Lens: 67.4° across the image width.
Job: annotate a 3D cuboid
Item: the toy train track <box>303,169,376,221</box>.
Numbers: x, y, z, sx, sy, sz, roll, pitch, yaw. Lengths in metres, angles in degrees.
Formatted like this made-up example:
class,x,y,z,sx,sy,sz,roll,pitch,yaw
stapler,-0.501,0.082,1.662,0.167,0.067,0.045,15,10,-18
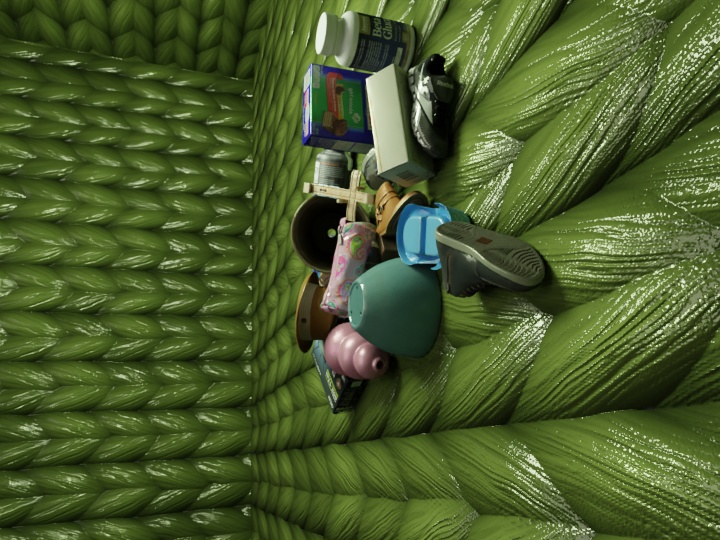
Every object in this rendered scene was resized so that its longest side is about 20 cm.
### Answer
class,x,y,z,sx,sy,sz,roll,pitch,yaw
toy train track,-0.057,-0.179,1.247,0.198,0.032,0.116,14,102,31

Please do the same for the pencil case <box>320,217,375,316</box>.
class,x,y,z,sx,sy,sz,roll,pitch,yaw
pencil case,-0.028,-0.005,1.140,0.087,0.087,0.202,164,120,-69

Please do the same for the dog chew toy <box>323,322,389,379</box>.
class,x,y,z,sx,sy,sz,roll,pitch,yaw
dog chew toy,-0.002,0.190,1.222,0.199,0.123,0.126,12,98,62

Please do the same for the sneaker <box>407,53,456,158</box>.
class,x,y,z,sx,sy,sz,roll,pitch,yaw
sneaker,0.135,-0.305,0.977,0.090,0.066,0.202,-35,57,56

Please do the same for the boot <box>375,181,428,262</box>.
class,x,y,z,sx,sy,sz,roll,pitch,yaw
boot,0.072,-0.132,1.124,0.201,0.073,0.156,120,152,-47

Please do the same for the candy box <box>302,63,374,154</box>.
class,x,y,z,sx,sy,sz,roll,pitch,yaw
candy box,-0.030,-0.370,1.255,0.077,0.198,0.171,166,105,-68

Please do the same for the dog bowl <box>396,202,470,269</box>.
class,x,y,z,sx,sy,sz,roll,pitch,yaw
dog bowl,0.130,-0.062,0.964,0.200,0.049,0.113,-167,78,-66

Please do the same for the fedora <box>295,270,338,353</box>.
class,x,y,z,sx,sy,sz,roll,pitch,yaw
fedora,-0.099,0.105,1.314,0.201,0.081,0.203,6,-90,-80

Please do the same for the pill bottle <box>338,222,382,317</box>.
class,x,y,z,sx,sy,sz,roll,pitch,yaw
pill bottle,0.000,0.000,1.239,0.114,0.112,0.202,138,132,-63

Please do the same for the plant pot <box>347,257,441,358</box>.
class,x,y,z,sx,sy,sz,roll,pitch,yaw
plant pot,0.052,0.068,1.054,0.200,0.133,0.203,-176,90,-71

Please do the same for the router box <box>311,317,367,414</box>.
class,x,y,z,sx,sy,sz,roll,pitch,yaw
router box,-0.059,0.244,1.400,0.151,0.061,0.201,111,145,-41

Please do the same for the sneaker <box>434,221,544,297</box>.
class,x,y,z,sx,sy,sz,roll,pitch,yaw
sneaker,0.189,0.005,0.792,0.200,0.074,0.107,37,144,52

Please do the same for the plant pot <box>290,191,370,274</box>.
class,x,y,z,sx,sy,sz,roll,pitch,yaw
plant pot,-0.076,-0.096,1.395,0.174,0.197,0.203,-136,50,-85

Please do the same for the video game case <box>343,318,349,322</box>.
class,x,y,z,sx,sy,sz,roll,pitch,yaw
video game case,-0.088,0.113,1.509,0.199,0.019,0.145,30,123,50

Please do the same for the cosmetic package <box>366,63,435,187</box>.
class,x,y,z,sx,sy,sz,roll,pitch,yaw
cosmetic package,0.077,-0.275,1.036,0.073,0.103,0.202,-17,72,33

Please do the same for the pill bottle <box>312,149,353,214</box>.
class,x,y,z,sx,sy,sz,roll,pitch,yaw
pill bottle,-0.077,-0.262,1.510,0.106,0.105,0.203,-144,59,-67

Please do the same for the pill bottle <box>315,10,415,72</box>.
class,x,y,z,sx,sy,sz,roll,pitch,yaw
pill bottle,0.009,-0.491,1.165,0.111,0.198,0.113,-177,90,-70

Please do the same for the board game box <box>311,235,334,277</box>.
class,x,y,z,sx,sy,sz,roll,pitch,yaw
board game box,-0.095,0.019,1.604,0.153,0.044,0.201,113,151,-43

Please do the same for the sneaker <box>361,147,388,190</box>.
class,x,y,z,sx,sy,sz,roll,pitch,yaw
sneaker,0.060,-0.234,1.171,0.201,0.076,0.086,119,144,-52

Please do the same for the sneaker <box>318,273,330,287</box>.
class,x,y,z,sx,sy,sz,roll,pitch,yaw
sneaker,-0.108,0.076,1.444,0.071,0.075,0.202,50,137,39
